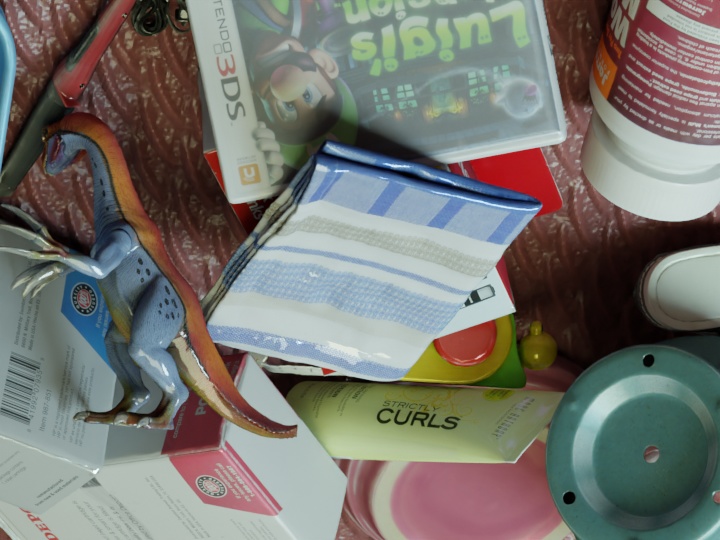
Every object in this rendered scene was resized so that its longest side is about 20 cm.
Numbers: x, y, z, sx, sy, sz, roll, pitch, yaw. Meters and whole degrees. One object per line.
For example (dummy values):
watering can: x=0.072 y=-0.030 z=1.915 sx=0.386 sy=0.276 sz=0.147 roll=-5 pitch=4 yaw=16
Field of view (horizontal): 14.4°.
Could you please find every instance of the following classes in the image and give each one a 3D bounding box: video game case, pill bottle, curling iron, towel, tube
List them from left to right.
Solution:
curling iron: x=-0.163 y=-0.108 z=1.692 sx=0.049 sy=0.026 sz=0.200 roll=28 pitch=124 yaw=-25
towel: x=0.000 y=0.000 z=1.668 sx=0.146 sy=0.024 sz=0.200 roll=14 pitch=143 yaw=-20
video game case: x=0.003 y=-0.144 z=1.609 sx=0.199 sy=0.023 sz=0.183 roll=-10 pitch=100 yaw=9
tube: x=0.039 y=0.096 z=1.823 sx=0.199 sy=0.058 sz=0.052 roll=1 pitch=163 yaw=40
pill bottle: x=0.196 y=-0.132 z=1.657 sx=0.109 sy=0.110 sz=0.201 roll=6 pitch=131 yaw=-12

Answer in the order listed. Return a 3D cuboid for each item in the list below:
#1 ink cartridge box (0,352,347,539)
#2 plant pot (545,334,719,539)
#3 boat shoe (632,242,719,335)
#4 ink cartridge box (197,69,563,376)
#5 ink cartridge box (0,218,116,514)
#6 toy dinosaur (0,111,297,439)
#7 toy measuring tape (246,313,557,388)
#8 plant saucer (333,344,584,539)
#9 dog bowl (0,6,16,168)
ink cartridge box: x=-0.130 y=0.138 z=1.845 sx=0.199 sy=0.085 sz=0.146 roll=-11 pitch=135 yaw=28
plant pot: x=0.210 y=0.130 z=1.791 sx=0.200 sy=0.201 sz=0.188 roll=-29 pitch=157 yaw=19
boat shoe: x=0.272 y=0.009 z=1.843 sx=0.199 sy=0.073 sz=0.062 roll=-4 pitch=176 yaw=-13
ink cartridge box: x=0.019 y=-0.055 z=1.724 sx=0.175 sy=0.084 sz=0.200 roll=-19 pitch=131 yaw=10
ink cartridge box: x=-0.252 y=0.042 z=1.729 sx=0.199 sy=0.146 sz=0.084 roll=24 pitch=144 yaw=-26
toy dinosaur: x=-0.137 y=0.001 z=1.686 sx=0.199 sy=0.182 sz=0.105 roll=7 pitch=176 yaw=-23
toy measuring tape: x=0.027 y=0.037 z=1.825 sx=0.199 sy=0.074 sz=0.074 roll=4 pitch=132 yaw=-1
plant saucer: x=0.080 y=0.136 z=1.928 sx=0.199 sy=0.051 sz=0.201 roll=-3 pitch=132 yaw=-3
dog bowl: x=-0.253 y=-0.077 z=1.627 sx=0.111 sy=0.050 sz=0.201 roll=6 pitch=100 yaw=-26
